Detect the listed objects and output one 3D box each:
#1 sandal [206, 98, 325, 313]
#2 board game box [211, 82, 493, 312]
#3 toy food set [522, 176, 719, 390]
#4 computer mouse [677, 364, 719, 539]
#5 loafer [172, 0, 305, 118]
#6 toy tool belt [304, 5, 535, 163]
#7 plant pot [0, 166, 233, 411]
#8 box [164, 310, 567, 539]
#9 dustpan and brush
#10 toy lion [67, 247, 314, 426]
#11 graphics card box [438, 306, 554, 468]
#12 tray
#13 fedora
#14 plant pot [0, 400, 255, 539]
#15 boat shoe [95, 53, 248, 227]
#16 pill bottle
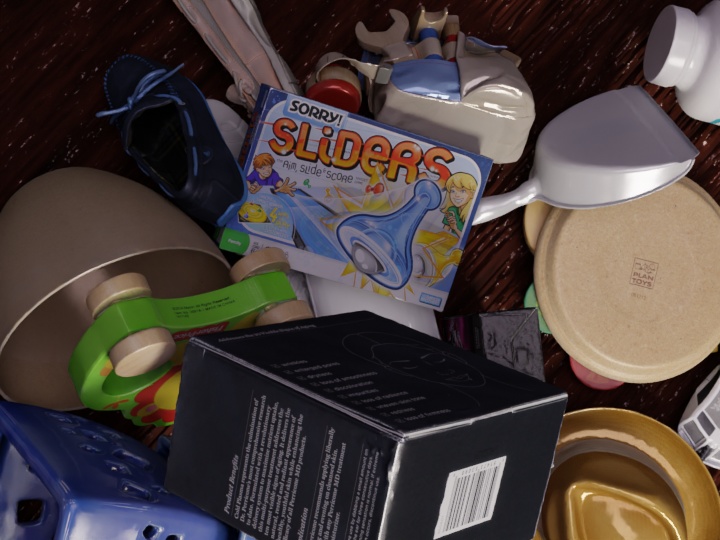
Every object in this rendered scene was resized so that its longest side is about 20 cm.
[{"bbox_3d":[-0.097,-0.045,1.280,0.050,0.082,0.203,-25,96,33],"label":"sandal"},{"bbox_3d":[-0.005,-0.057,1.241,0.200,0.034,0.136,15,97,-19],"label":"board game box"},{"bbox_3d":[0.240,0.005,1.347,0.200,0.049,0.198,-2,87,-12],"label":"toy food set"},{"bbox_3d":[0.322,0.137,1.360,0.110,0.044,0.200,40,86,-2],"label":"computer mouse"},{"bbox_3d":[-0.096,-0.171,1.288,0.063,0.072,0.200,-28,85,5],"label":"loafer"},{"bbox_3d":[0.048,-0.163,1.299,0.200,0.125,0.123,8,44,-12],"label":"toy tool belt"},{"bbox_3d":[-0.216,-0.003,1.202,0.200,0.200,0.135,-25,63,-11],"label":"plant pot"},{"bbox_3d":[0.004,0.120,1.084,0.200,0.197,0.124,-7,114,-50],"label":"box"},{"bbox_3d":[0.172,-0.085,1.312,0.200,0.140,0.057,-15,127,-8],"label":"dustpan and brush"},{"bbox_3d":[-0.137,0.067,1.191,0.200,0.192,0.069,-11,63,-38],"label":"toy lion"},{"bbox_3d":[0.107,0.095,1.238,0.051,0.200,0.126,-5,88,-7],"label":"graphics card box"},{"bbox_3d":[0.000,0.000,1.293,0.107,0.022,0.200,-9,78,-23],"label":"tray"},{"bbox_3d":[0.215,0.216,1.293,0.200,0.082,0.201,0,95,2],"label":"fedora"},{"bbox_3d":[-0.190,0.226,1.150,0.180,0.200,0.200,10,102,-32],"label":"plant pot"},{"bbox_3d":[-0.154,-0.118,1.213,0.084,0.200,0.069,-54,141,9],"label":"boat shoe"},{"bbox_3d":[0.355,-0.175,1.348,0.200,0.111,0.111,14,84,-11],"label":"pill bottle"}]
